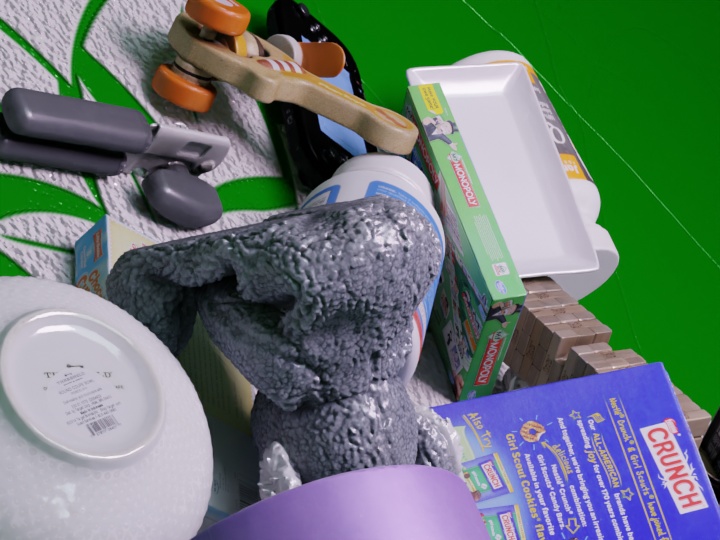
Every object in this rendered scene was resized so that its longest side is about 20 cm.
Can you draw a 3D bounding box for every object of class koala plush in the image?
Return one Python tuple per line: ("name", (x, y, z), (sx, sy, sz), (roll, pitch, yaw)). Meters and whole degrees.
("koala plush", (-0.022, 0.066, 1.161), (0.177, 0.183, 0.201), (-15, 94, -42))

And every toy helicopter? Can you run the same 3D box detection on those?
("toy helicopter", (-0.048, -0.138, 1.465), (0.199, 0.079, 0.132), (27, 16, 3))

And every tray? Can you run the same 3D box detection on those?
("tray", (0.107, -0.076, 1.553), (0.107, 0.022, 0.201), (-5, 59, -23))

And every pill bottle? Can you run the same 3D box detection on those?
("pill bottle", (0.129, -0.072, 1.642), (0.116, 0.116, 0.201), (8, 48, -50))
("pill bottle", (0.000, 0.000, 1.380), (0.112, 0.112, 0.200), (42, 31, -14))

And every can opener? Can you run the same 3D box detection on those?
("can opener", (-0.159, -0.077, 1.308), (0.199, 0.053, 0.067), (13, 46, -48))

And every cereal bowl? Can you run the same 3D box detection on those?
("cereal bowl", (-0.162, 0.081, 1.046), (0.199, 0.083, 0.201), (22, 42, -21))

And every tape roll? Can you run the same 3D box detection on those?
("tape roll", (-0.018, 0.189, 1.041), (0.199, 0.200, 0.085), (12, 46, -48))

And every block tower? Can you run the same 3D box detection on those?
("block tower", (0.165, 0.075, 1.461), (0.058, 0.054, 0.200), (-4, 34, -36))

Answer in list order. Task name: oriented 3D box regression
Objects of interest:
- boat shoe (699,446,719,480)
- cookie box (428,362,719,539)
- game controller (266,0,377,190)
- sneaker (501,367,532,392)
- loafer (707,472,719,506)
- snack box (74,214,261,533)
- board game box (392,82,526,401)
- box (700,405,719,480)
("boat shoe", (0.264, 0.230, 1.545), (0.072, 0.072, 0.201), (-18, 80, -28))
("cookie box", (0.124, 0.164, 1.285), (0.199, 0.075, 0.172), (-10, 52, -7))
("game controller", (-0.026, -0.129, 1.569), (0.104, 0.042, 0.201), (26, 37, -36))
("sneaker", (0.135, 0.118, 1.496), (0.087, 0.075, 0.200), (33, 26, 4))
("loafer", (0.253, 0.194, 1.477), (0.073, 0.071, 0.200), (-39, 84, -26))
("snack box", (-0.118, 0.068, 1.212), (0.116, 0.037, 0.201), (30, 35, -33))
("board game box", (0.066, -0.021, 1.485), (0.029, 0.135, 0.201), (-8, 56, -17))
("box", (0.320, 0.195, 1.546), (0.161, 0.044, 0.200), (61, -12, 21))
